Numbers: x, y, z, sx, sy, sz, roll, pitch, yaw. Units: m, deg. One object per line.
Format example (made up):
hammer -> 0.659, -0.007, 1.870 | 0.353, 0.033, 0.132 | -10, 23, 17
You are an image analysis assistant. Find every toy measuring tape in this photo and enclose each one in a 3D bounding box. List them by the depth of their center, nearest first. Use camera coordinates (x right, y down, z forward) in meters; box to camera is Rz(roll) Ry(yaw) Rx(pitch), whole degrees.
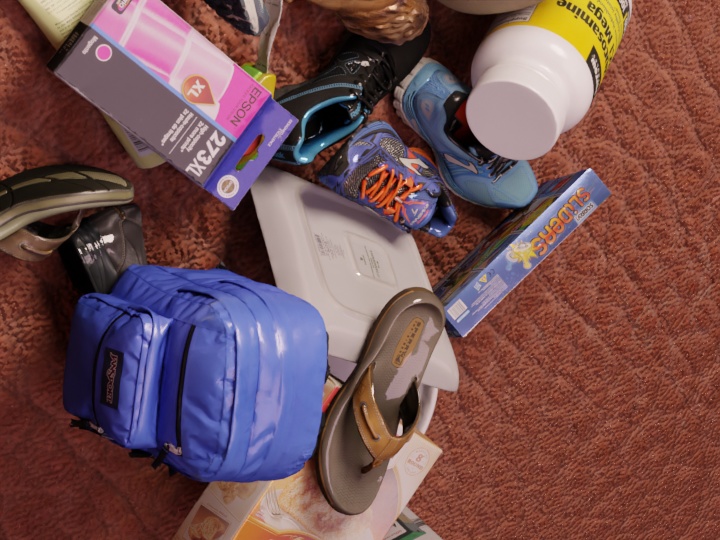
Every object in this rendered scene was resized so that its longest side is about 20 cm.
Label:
toy measuring tape -> -0.108, -0.159, 1.288 | 0.073, 0.073, 0.202 | -3, 113, -34

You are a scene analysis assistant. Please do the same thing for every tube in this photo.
tube -> -0.204, -0.174, 1.229 | 0.201, 0.051, 0.058 | 60, 32, -33

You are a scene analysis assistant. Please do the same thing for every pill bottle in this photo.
pill bottle -> 0.165, -0.192, 1.384 | 0.201, 0.111, 0.113 | -61, 140, -41

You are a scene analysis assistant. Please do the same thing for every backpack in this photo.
backpack -> -0.128, 0.088, 1.213 | 0.167, 0.199, 0.164 | -4, 102, -40

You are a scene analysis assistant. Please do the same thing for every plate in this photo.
plate -> 0.000, 0.000, 1.363 | 0.199, 0.201, 0.032 | 20, 131, -39

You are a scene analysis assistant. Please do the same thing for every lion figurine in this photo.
lion figurine -> 0.007, -0.258, 1.259 | 0.121, 0.200, 0.073 | 13, 65, -1

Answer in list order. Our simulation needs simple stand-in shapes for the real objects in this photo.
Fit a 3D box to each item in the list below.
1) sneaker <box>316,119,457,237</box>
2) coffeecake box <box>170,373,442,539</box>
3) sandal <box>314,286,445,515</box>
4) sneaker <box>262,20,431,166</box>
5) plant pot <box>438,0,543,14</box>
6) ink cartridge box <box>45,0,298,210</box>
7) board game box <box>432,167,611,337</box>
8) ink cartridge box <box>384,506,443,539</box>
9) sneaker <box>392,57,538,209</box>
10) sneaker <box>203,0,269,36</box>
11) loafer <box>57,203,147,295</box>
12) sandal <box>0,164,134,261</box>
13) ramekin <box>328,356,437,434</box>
sneaker -> 0.033, -0.076, 1.376 | 0.075, 0.079, 0.199 | -48, 155, 17
coffeecake box -> -0.046, 0.198, 1.362 | 0.153, 0.073, 0.201 | 34, 89, -40
sandal -> 0.025, 0.113, 1.290 | 0.081, 0.054, 0.201 | 25, 93, -40
sneaker -> -0.005, -0.155, 1.354 | 0.200, 0.082, 0.073 | -41, 126, -15
plant pot -> 0.111, -0.297, 1.319 | 0.199, 0.202, 0.135 | -8, 151, -32
ink cartridge box -> -0.142, -0.137, 1.225 | 0.200, 0.037, 0.095 | 38, 88, -31
board game box -> 0.140, -0.015, 1.493 | 0.200, 0.135, 0.035 | -43, 97, -10
ink cartridge box -> 0.026, 0.310, 1.520 | 0.084, 0.200, 0.147 | -19, 122, -26
sneaker -> 0.110, -0.112, 1.451 | 0.079, 0.090, 0.200 | -52, 132, -3
sneaker -> -0.095, -0.276, 1.183 | 0.086, 0.077, 0.201 | -33, 127, -22
loafer -> -0.190, 0.037, 1.322 | 0.072, 0.073, 0.201 | -31, 127, -23
sandal -> -0.275, -0.033, 1.225 | 0.199, 0.080, 0.058 | -22, 118, -15
ramekin -> -0.036, 0.109, 1.443 | 0.199, 0.105, 0.202 | -15, 120, -28
